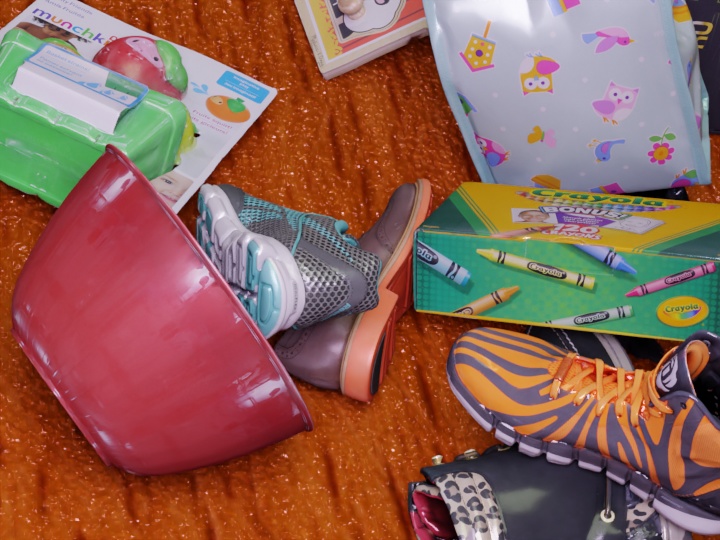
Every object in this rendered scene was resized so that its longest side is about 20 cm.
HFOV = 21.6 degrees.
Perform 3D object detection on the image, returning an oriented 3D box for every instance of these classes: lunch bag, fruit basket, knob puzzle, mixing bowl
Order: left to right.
[{"bbox_3d":[-0.167,-0.120,1.249,0.184,0.094,0.200,25,40,6],"label":"fruit basket"},{"bbox_3d":[-0.127,0.040,1.066,0.108,0.200,0.200,-35,63,-9],"label":"mixing bowl"},{"bbox_3d":[0.035,-0.253,1.412,0.218,0.030,0.221,-12,54,18],"label":"knob puzzle"},{"bbox_3d":[0.141,-0.151,1.280,0.169,0.201,0.122,-9,40,17],"label":"lunch bag"}]

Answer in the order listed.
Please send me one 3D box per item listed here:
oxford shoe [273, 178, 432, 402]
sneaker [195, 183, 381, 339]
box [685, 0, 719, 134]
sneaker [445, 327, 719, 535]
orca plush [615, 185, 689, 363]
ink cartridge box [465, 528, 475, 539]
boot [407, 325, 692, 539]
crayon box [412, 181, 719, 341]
[{"bbox_3d":[0.000,0.000,1.215,0.072,0.072,0.200,12,37,10],"label":"oxford shoe"},{"bbox_3d":[-0.046,-0.006,1.156,0.090,0.078,0.200,-4,19,-18],"label":"sneaker"},{"bbox_3d":[0.250,-0.192,1.394,0.160,0.201,0.049,5,45,-17],"label":"box"},{"bbox_3d":[0.150,0.065,1.075,0.199,0.112,0.078,24,51,5],"label":"sneaker"},{"bbox_3d":[0.196,-0.036,1.317,0.105,0.071,0.201,23,45,2],"label":"orca plush"},{"bbox_3d":[0.013,0.235,0.962,0.067,0.116,0.201,13,44,-9],"label":"ink cartridge box"},{"bbox_3d":[0.099,0.106,1.148,0.152,0.074,0.204,-4,48,-20],"label":"boot"},{"bbox_3d":[0.144,-0.007,1.206,0.198,0.059,0.119,6,19,17],"label":"crayon box"}]
